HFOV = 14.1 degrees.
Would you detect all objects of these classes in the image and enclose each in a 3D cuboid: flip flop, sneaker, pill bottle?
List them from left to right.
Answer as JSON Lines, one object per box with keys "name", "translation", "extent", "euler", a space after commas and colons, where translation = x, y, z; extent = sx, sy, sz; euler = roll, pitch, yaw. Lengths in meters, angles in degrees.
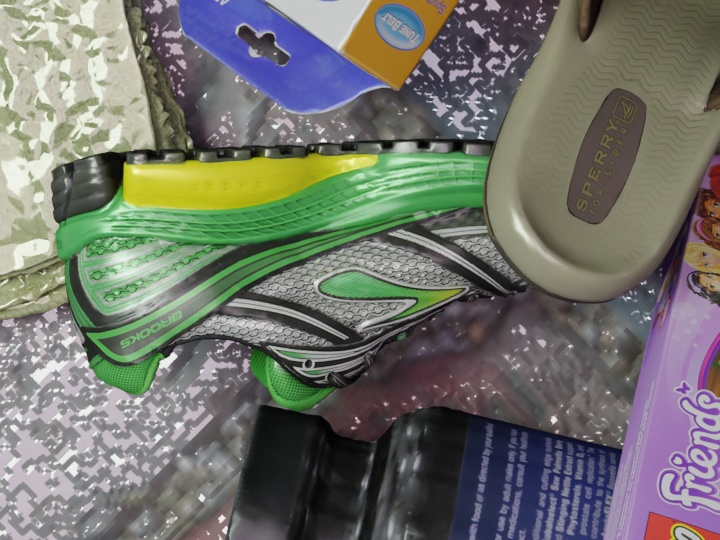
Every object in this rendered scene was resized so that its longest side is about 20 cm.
{"name": "sneaker", "translation": [0.000, 0.000, 0.944], "extent": [0.198, 0.078, 0.086], "euler": [-3, 93, -10]}
{"name": "pill bottle", "translation": [0.054, 0.108, 0.943], "extent": [0.199, 0.112, 0.113], "euler": [14, 94, -1]}
{"name": "flip flop", "translation": [0.093, -0.088, 0.898], "extent": [0.081, 0.058, 0.201], "euler": [23, 73, -4]}

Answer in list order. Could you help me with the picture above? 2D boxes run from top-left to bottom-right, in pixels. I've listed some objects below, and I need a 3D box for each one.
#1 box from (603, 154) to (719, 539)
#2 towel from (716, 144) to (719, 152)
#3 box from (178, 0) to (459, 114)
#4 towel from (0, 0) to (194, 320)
{"name": "box", "translation": [0.152, 0.060, 0.907], "extent": [0.136, 0.201, 0.039], "euler": [19, 134, -1]}
{"name": "towel", "translation": [0.162, -0.136, 0.965], "extent": [0.198, 0.035, 0.194], "euler": [0, 93, -2]}
{"name": "box", "translation": [0.009, -0.151, 0.930], "extent": [0.119, 0.041, 0.201], "euler": [36, 92, 40]}
{"name": "towel", "translation": [-0.142, -0.080, 0.971], "extent": [0.147, 0.036, 0.201], "euler": [-17, 95, 3]}
